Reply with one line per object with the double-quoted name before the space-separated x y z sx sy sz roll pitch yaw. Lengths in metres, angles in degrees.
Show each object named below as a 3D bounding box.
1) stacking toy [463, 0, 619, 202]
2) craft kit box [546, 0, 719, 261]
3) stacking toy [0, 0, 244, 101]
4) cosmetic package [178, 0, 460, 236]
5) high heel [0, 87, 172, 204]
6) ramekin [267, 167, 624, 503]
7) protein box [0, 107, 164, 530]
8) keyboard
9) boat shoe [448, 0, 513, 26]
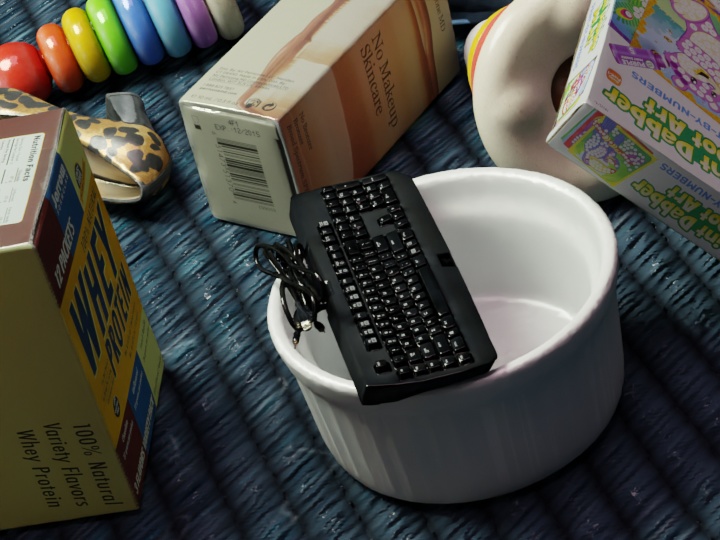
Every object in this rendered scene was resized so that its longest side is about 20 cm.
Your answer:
"stacking toy" 0.119 -0.131 1.465 0.145 0.147 0.200 -23 17 -9
"craft kit box" 0.214 -0.089 1.302 0.049 0.199 0.198 -47 15 43
"stacking toy" -0.192 -0.178 1.665 0.199 0.086 0.085 -24 36 -2
"cosmetic package" -0.024 -0.125 1.504 0.087 0.104 0.200 13 47 32
"high heel" -0.233 -0.072 1.539 0.199 0.072 0.143 -12 29 -9
"ramekin" 0.055 0.039 1.257 0.199 0.098 0.201 -11 35 8
"protein box" -0.242 0.038 1.291 0.199 0.199 0.135 -9 36 10
"keyboard" 0.000 0.000 1.214 0.104 0.040 0.200 -19 35 -4
"boat shoe" 0.137 -0.198 1.569 0.199 0.069 0.084 12 36 32
